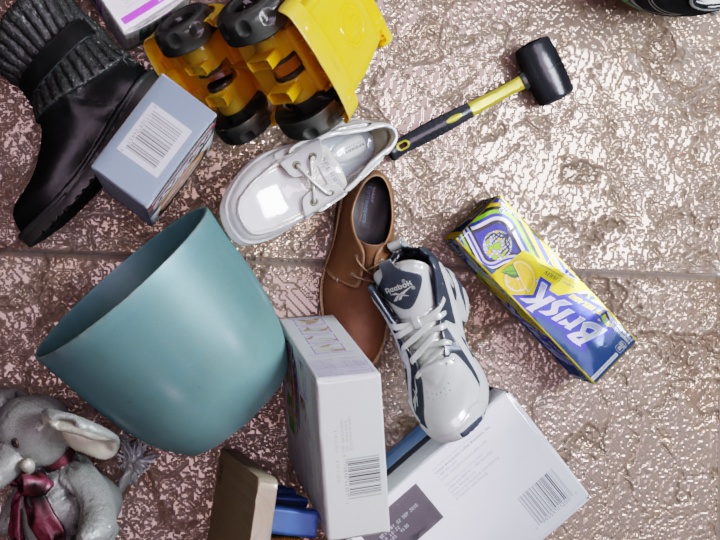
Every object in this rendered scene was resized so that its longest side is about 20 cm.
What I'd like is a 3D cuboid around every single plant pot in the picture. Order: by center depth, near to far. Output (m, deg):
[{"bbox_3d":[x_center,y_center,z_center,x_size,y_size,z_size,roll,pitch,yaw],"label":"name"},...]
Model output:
[{"bbox_3d":[-0.162,0.067,1.114,0.201,0.201,0.161,-43,105,-7],"label":"plant pot"}]

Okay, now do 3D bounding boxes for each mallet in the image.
[{"bbox_3d":[0.121,-0.156,1.240,0.200,0.041,0.066,-35,96,-3],"label":"mallet"}]

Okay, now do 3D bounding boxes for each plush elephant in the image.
[{"bbox_3d":[-0.286,0.183,1.102,0.200,0.165,0.155,-53,122,-30],"label":"plush elephant"}]

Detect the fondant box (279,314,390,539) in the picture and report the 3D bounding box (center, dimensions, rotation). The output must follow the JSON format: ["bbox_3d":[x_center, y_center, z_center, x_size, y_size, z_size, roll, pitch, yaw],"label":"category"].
[{"bbox_3d":[-0.027,0.133,1.110,0.058,0.200,0.144,-7,104,-13],"label":"fondant box"}]

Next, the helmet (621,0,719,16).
[{"bbox_3d":[0.304,-0.340,1.194,0.200,0.191,0.200,-7,72,22],"label":"helmet"}]

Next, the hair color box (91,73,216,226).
[{"bbox_3d":[-0.182,-0.102,1.104,0.061,0.200,0.099,37,84,-6],"label":"hair color box"}]

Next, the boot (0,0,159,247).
[{"bbox_3d":[-0.294,-0.144,1.149,0.158,0.079,0.211,37,90,-2],"label":"boot"}]

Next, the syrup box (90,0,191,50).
[{"bbox_3d":[-0.244,-0.314,1.161,0.081,0.079,0.200,-33,94,-9],"label":"syrup box"}]

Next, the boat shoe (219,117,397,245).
[{"bbox_3d":[-0.043,-0.090,1.132,0.200,0.069,0.071,-40,110,-35],"label":"boat shoe"}]

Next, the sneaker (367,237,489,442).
[{"bbox_3d":[0.054,0.051,1.131,0.079,0.199,0.130,-20,134,25],"label":"sneaker"}]

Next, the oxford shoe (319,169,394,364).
[{"bbox_3d":[0.000,0.000,1.198,0.071,0.071,0.200,2,90,-11],"label":"oxford shoe"}]

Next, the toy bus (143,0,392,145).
[{"bbox_3d":[-0.073,-0.228,1.155,0.136,0.200,0.192,56,49,-34],"label":"toy bus"}]

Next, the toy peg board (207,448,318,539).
[{"bbox_3d":[-0.079,0.277,1.117,0.098,0.200,0.199,9,87,-16],"label":"toy peg board"}]

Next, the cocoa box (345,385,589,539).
[{"bbox_3d":[0.086,0.219,1.174,0.200,0.131,0.133,-40,95,-8],"label":"cocoa box"}]

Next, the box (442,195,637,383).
[{"bbox_3d":[0.176,0.019,1.224,0.064,0.070,0.200,-45,95,-5],"label":"box"}]
